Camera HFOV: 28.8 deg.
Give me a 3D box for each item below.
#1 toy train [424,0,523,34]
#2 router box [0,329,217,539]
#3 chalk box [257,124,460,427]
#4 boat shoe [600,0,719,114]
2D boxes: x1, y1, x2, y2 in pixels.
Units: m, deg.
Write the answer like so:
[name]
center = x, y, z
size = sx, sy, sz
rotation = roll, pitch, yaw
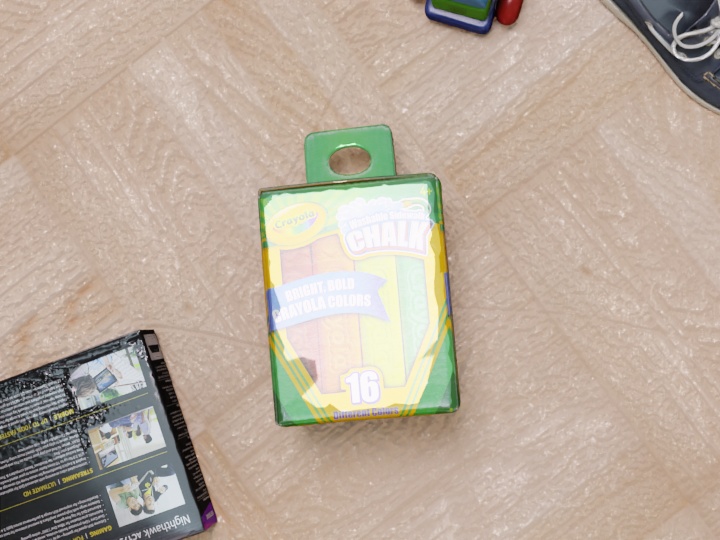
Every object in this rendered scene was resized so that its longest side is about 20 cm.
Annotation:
[toy train]
center = 0.094, -0.276, 0.975
size = 0.084, 0.116, 0.202
rotation = 17, 88, 5
[router box]
center = -0.221, 0.145, 1.004
size = 0.198, 0.051, 0.151
rotation = -19, 87, 3
[chalk box]
center = 0.000, 0.000, 0.960
size = 0.123, 0.124, 0.203
rotation = -6, 86, 4
[boat shoe]
center = 0.238, -0.178, 0.984
size = 0.075, 0.062, 0.200
rotation = -43, 84, -1
